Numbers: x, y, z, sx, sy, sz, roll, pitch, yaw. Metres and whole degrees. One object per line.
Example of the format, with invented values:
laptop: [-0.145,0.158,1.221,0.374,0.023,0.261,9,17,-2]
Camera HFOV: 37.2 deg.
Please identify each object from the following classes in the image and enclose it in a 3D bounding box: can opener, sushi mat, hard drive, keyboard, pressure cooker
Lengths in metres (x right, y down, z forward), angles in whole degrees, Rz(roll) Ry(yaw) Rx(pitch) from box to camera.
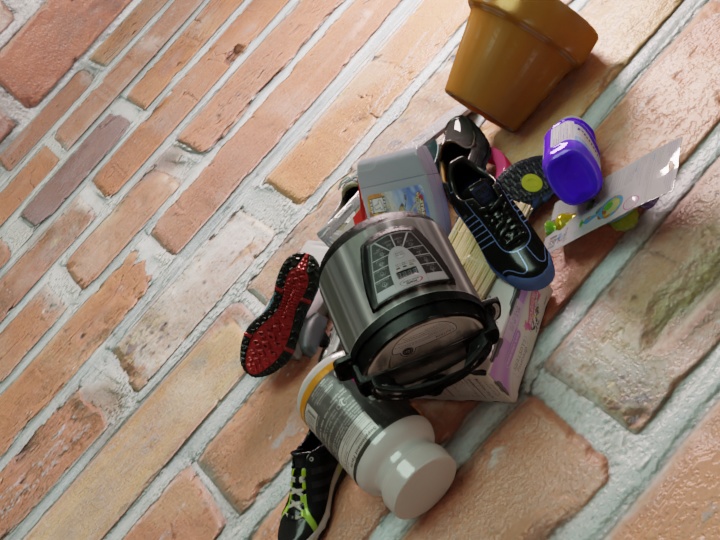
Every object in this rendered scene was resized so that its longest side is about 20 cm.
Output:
can opener: [-0.032,0.045,1.575,0.053,0.067,0.201,-32,31,53]
sushi mat: [0.139,-0.011,1.366,0.095,0.012,0.201,13,64,40]
hard drive: [-0.090,0.043,1.682,0.131,0.026,0.201,7,60,50]
keyboard: [0.123,-0.226,1.677,0.056,0.011,0.200,-6,25,40]
pressure cooker: [0.058,0.054,1.248,0.176,0.177,0.201,-47,50,30]

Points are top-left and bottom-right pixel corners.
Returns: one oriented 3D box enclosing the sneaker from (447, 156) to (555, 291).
sneaker: [0.166,-0.060,1.322,0.070,0.078,0.200,-34,53,-5]

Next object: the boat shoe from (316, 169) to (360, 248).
boat shoe: [-0.013,-0.106,1.665,0.074,0.065,0.203,-33,27,45]

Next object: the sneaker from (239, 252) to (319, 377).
sneaker: [-0.109,0.071,1.604,0.201,0.079,0.096,-61,-6,1]

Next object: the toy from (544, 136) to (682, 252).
toy: [0.323,-0.080,1.348,0.199,0.047,0.116,-26,27,39]

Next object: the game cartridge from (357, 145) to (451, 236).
game cartridge: [0.066,-0.069,1.514,0.132,0.041,0.203,-9,92,46]

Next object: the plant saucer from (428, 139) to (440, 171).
plant saucer: [0.061,-0.114,1.646,0.200,0.027,0.201,-46,20,22]

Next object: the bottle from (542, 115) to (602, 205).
bottle: [0.280,-0.155,1.416,0.065,0.084,0.200,-29,15,21]

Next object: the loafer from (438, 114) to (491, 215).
loafer: [0.146,-0.166,1.548,0.072,0.072,0.201,-28,39,21]

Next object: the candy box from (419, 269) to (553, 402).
candy box: [0.128,0.078,1.374,0.199,0.072,0.169,-5,51,43]

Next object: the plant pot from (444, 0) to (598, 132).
plant pot: [0.222,-0.317,1.597,0.184,0.199,0.200,-59,34,7]

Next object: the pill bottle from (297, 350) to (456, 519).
pill bottle: [0.019,0.197,1.296,0.116,0.116,0.200,-46,53,-2]

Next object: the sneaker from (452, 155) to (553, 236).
sneaker: [0.201,-0.084,1.473,0.199,0.079,0.066,-38,67,-18]

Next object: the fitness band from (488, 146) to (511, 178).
fitness band: [0.146,-0.097,1.568,0.143,0.037,0.201,6,60,49]

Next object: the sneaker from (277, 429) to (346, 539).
sneaker: [-0.072,0.266,1.381,0.071,0.083,0.201,-7,49,43]

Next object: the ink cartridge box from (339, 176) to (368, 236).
ink cartridge box: [0.000,0.000,1.458,0.049,0.201,0.162,-13,53,-1]
